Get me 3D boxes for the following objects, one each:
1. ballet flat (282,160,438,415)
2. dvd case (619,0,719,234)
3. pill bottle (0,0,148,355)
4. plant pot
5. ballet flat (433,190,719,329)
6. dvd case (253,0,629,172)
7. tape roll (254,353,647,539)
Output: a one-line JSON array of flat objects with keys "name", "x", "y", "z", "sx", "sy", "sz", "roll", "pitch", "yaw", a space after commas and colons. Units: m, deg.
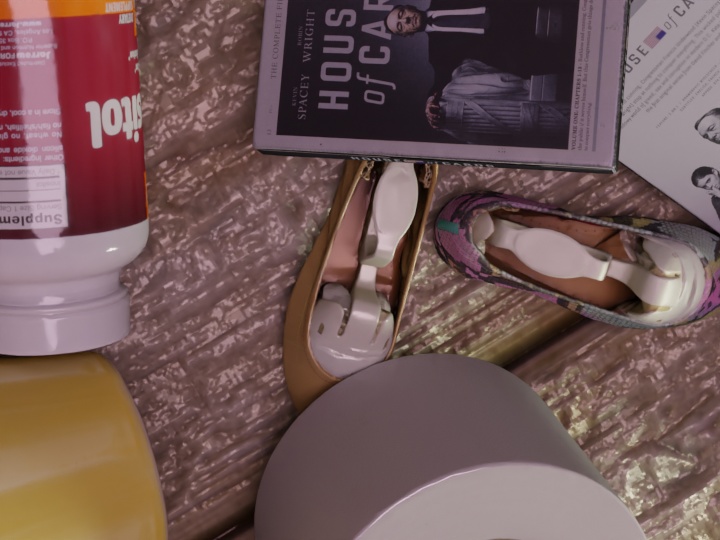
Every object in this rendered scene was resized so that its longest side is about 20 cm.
[{"name": "ballet flat", "x": 0.000, "y": 0.000, "z": 0.996, "sx": 0.068, "sy": 0.063, "sz": 0.201, "roll": 11, "pitch": 99, "yaw": -12}, {"name": "dvd case", "x": 0.218, "y": -0.104, "z": 0.992, "sx": 0.200, "sy": 0.025, "sz": 0.150, "roll": 32, "pitch": 113, "yaw": -26}, {"name": "pill bottle", "x": -0.172, "y": -0.062, "z": 0.927, "sx": 0.112, "sy": 0.113, "sz": 0.201, "roll": -4, "pitch": 102, "yaw": -10}, {"name": "plant pot", "x": -0.212, "y": 0.131, "z": 0.924, "sx": 0.188, "sy": 0.201, "sz": 0.202, "roll": -15, "pitch": 103, "yaw": -23}, {"name": "ballet flat", "x": 0.141, "y": -0.003, "z": 1.017, "sx": 0.199, "sy": 0.071, "sz": 0.070, "roll": 13, "pitch": 97, "yaw": -13}, {"name": "dvd case", "x": 0.045, "y": -0.134, "z": 0.938, "sx": 0.199, "sy": 0.025, "sz": 0.151, "roll": 4, "pitch": 87, "yaw": 13}, {"name": "tape roll", "x": 0.049, "y": 0.166, "z": 0.978, "sx": 0.202, "sy": 0.139, "sz": 0.204, "roll": -6, "pitch": 113, "yaw": -15}]
